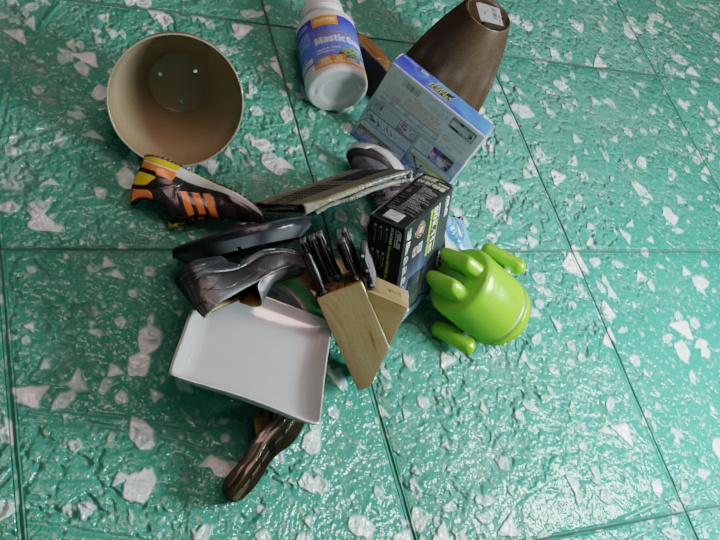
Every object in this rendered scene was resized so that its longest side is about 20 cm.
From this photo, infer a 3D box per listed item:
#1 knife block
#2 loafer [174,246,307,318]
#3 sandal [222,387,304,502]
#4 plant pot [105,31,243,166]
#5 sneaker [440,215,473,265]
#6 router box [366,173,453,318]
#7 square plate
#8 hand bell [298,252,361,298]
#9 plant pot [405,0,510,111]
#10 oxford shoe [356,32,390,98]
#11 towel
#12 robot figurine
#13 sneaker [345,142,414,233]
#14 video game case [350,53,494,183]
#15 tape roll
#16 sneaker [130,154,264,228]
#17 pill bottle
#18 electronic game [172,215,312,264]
[{"bbox_3d":[-0.028,0.048,1.263,0.175,0.200,0.064,23,20,-5],"label":"knife block"},{"bbox_3d":[-0.150,0.019,1.208,0.200,0.073,0.072,-13,66,-37],"label":"loafer"},{"bbox_3d":[-0.127,0.217,1.182,0.055,0.082,0.200,25,53,19],"label":"sandal"},{"bbox_3d":[-0.282,-0.276,1.378,0.200,0.201,0.135,17,21,-16],"label":"plant pot"},{"bbox_3d":[0.127,-0.066,1.465,0.200,0.078,0.090,55,39,-32],"label":"sneaker"},{"bbox_3d":[0.067,-0.025,1.347,0.062,0.200,0.150,24,40,21],"label":"router box"},{"bbox_3d":[-0.140,0.106,1.183,0.200,0.028,0.198,22,36,-12],"label":"square plate"},{"bbox_3d":[0.000,0.000,1.395,0.200,0.104,0.104,-18,67,-48],"label":"hand bell"},{"bbox_3d":[0.194,-0.414,1.697,0.187,0.200,0.187,14,52,-19],"label":"plant pot"},{"bbox_3d":[0.036,-0.374,1.674,0.071,0.071,0.200,-15,65,-40],"label":"oxford shoe"},{"bbox_3d":[-0.045,-0.116,1.368,0.200,0.192,0.035,-21,105,-26],"label":"towel"},{"bbox_3d":[0.189,0.043,1.404,0.200,0.116,0.176,37,81,-38],"label":"robot figurine"},{"bbox_3d":[0.036,-0.124,1.491,0.200,0.076,0.114,44,47,3],"label":"sneaker"},{"bbox_3d":[0.103,-0.242,1.540,0.200,0.181,0.045,40,48,2],"label":"video game case"},{"bbox_3d":[-0.147,0.083,1.270,0.200,0.048,0.201,14,52,-19],"label":"tape roll"},{"bbox_3d":[-0.245,-0.095,1.336,0.200,0.070,0.090,25,85,-9],"label":"sneaker"},{"bbox_3d":[-0.057,-0.397,1.611,0.112,0.112,0.200,4,57,-26],"label":"pill bottle"},{"bbox_3d":[-0.166,-0.046,1.259,0.200,0.200,0.042,-14,90,-34],"label":"electronic game"}]
